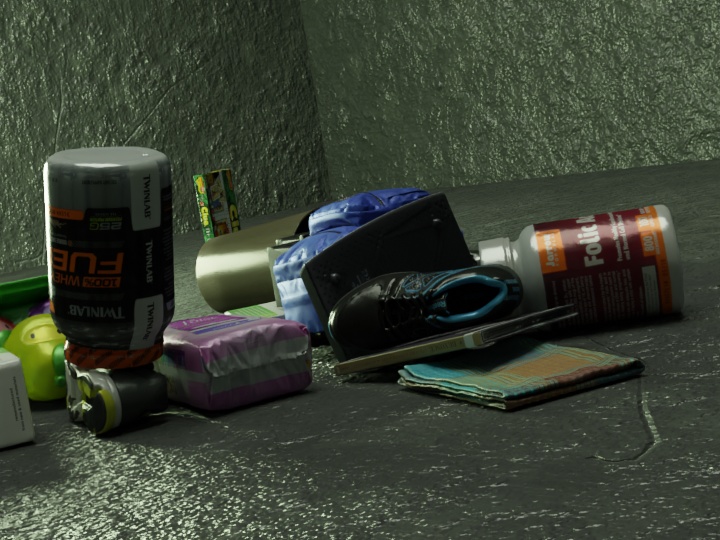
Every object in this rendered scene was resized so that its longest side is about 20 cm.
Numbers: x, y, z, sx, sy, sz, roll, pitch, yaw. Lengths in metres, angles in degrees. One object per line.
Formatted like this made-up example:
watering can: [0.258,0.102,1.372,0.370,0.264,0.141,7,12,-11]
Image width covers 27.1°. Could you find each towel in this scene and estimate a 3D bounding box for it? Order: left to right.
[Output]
towel: [0.139,0.089,1.332,0.146,0.022,0.200,-13,7,-24]

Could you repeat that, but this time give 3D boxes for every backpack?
backpack: [0.000,0.000,1.692,0.199,0.169,0.162,-16,-3,-35]

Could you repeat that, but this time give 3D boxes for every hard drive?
hard drive: [0.032,0.010,1.585,0.199,0.135,0.042,-29,8,-33]

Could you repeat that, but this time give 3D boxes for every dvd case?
dvd case: [0.092,0.069,1.463,0.148,0.016,0.199,-13,-3,-45]

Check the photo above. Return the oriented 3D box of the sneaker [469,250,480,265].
sneaker: [0.186,0.007,1.815,0.090,0.067,0.200,-11,9,-38]

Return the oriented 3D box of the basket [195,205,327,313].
basket: [-0.122,-0.007,2.114,0.199,0.137,0.180,-9,10,35]

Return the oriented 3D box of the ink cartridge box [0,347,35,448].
ink cartridge box: [-0.432,0.139,1.458,0.199,0.085,0.145,-11,6,-19]

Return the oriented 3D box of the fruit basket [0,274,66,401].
fruit basket: [-0.369,0.082,1.686,0.214,0.156,0.216,-17,-10,-3]

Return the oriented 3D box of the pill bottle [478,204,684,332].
pill bottle: [0.227,0.002,1.548,0.199,0.115,0.114,-9,6,5]

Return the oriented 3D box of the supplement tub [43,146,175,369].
supplement tub: [-0.241,-0.014,1.442,0.122,0.201,0.123,-1,13,0]

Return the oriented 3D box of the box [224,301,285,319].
box: [-0.063,0.055,1.891,0.199,0.037,0.144,-10,6,-13]

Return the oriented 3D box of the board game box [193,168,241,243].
board game box: [-0.220,-0.059,2.392,0.023,0.201,0.105,-8,7,18]

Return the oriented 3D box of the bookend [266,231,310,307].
bookend: [-0.053,-0.013,1.900,0.198,0.093,0.199,-15,8,-40]

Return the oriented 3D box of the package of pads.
package of pads: [-0.140,0.089,1.508,0.120,0.076,0.200,-10,6,-27]

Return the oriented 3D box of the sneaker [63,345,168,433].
sneaker: [-0.245,0.118,1.490,0.084,0.075,0.200,-6,13,-21]

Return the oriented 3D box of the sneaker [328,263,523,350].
sneaker: [0.060,0.031,1.479,0.199,0.074,0.082,-15,-2,10]
